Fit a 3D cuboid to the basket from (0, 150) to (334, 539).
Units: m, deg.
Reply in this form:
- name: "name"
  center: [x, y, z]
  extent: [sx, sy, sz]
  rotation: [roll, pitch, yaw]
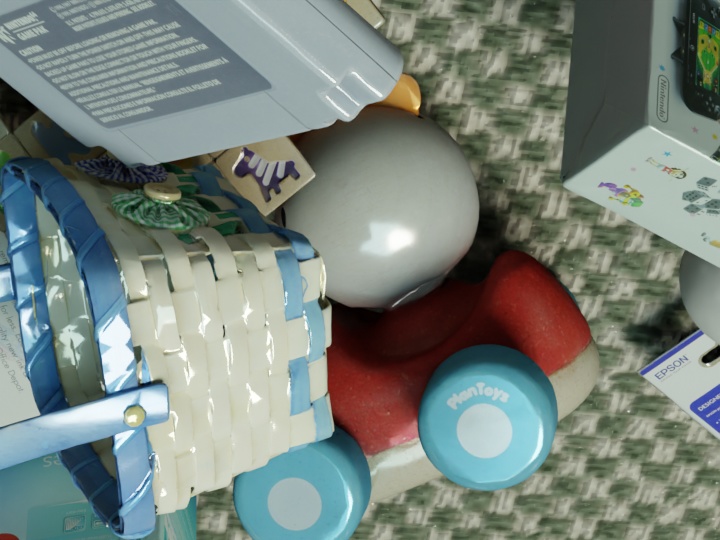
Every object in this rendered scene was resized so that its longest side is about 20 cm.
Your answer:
- name: "basket"
  center: [-0.124, 0.029, 0.977]
  extent: [0.199, 0.176, 0.140]
  rotation: [-19, 116, -20]

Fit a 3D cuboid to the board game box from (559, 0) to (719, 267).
- name: "board game box"
  center: [0.189, -0.066, 1.055]
  extent: [0.200, 0.148, 0.064]
  rotation: [26, 142, -24]

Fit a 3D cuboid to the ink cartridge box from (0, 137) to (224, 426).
- name: "ink cartridge box"
  center: [-0.151, 0.011, 1.124]
  extent: [0.200, 0.067, 0.116]
  rotation: [-27, 95, 18]

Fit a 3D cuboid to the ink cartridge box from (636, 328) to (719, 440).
- name: "ink cartridge box"
  center: [0.240, 0.070, 1.249]
  extent: [0.095, 0.037, 0.200]
  rotation: [-37, 125, 25]

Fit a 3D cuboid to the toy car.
- name: "toy car"
  center: [0.000, 0.000, 1.122]
  extent: [0.176, 0.184, 0.201]
  rotation: [-22, 98, 15]

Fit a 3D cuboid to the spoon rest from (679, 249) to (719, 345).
- name: "spoon rest"
  center: [0.252, 0.005, 1.140]
  extent: [0.199, 0.100, 0.061]
  rotation: [0, 140, 13]

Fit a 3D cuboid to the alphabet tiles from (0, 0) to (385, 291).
- name: "alphabet tiles"
  center: [-0.095, -0.088, 1.052]
  extent: [0.200, 0.008, 0.167]
  rotation: [-37, 91, 16]

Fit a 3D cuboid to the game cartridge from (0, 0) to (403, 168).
- name: "game cartridge"
  center: [-0.085, -0.096, 0.865]
  extent: [0.133, 0.042, 0.200]
  rotation: [44, 156, -22]

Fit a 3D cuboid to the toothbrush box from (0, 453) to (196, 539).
- name: "toothbrush box"
  center: [-0.159, 0.150, 1.182]
  extent: [0.146, 0.200, 0.085]
  rotation: [-9, 130, 5]
